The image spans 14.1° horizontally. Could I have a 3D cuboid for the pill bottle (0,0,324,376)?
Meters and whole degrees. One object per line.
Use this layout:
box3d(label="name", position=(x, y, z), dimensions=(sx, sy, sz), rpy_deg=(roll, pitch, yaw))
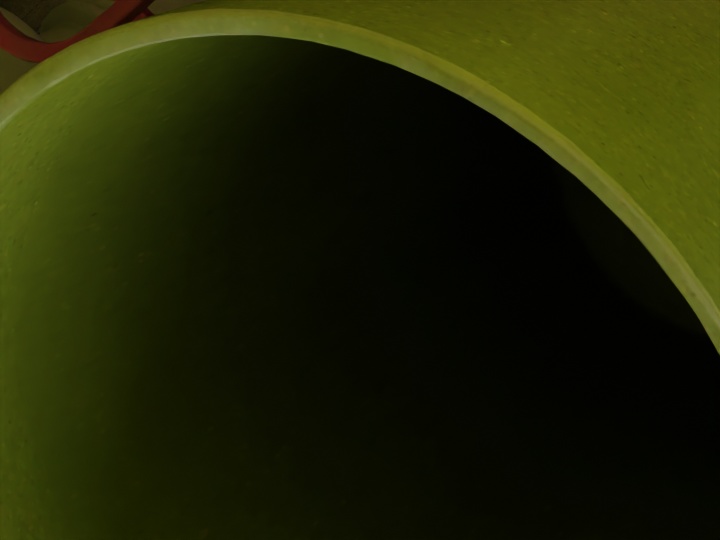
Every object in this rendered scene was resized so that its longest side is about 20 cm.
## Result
box3d(label="pill bottle", position=(-0.113, 0.005, 0.642), dimensions=(0.200, 0.111, 0.111), rpy_deg=(-26, 164, -24))

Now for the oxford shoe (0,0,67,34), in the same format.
box3d(label="oxford shoe", position=(-0.030, -0.105, 0.743), dimensions=(0.200, 0.074, 0.071), rpy_deg=(-26, 175, -14))

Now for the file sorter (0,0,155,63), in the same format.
box3d(label="file sorter", position=(-0.028, -0.122, 0.591), dimensions=(0.125, 0.139, 0.200), rpy_deg=(-39, 163, 29))

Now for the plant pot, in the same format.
box3d(label="plant pot", position=(0.038, 0.007, 0.600), dimensions=(0.187, 0.187, 0.200), rpy_deg=(-44, 176, 37))
